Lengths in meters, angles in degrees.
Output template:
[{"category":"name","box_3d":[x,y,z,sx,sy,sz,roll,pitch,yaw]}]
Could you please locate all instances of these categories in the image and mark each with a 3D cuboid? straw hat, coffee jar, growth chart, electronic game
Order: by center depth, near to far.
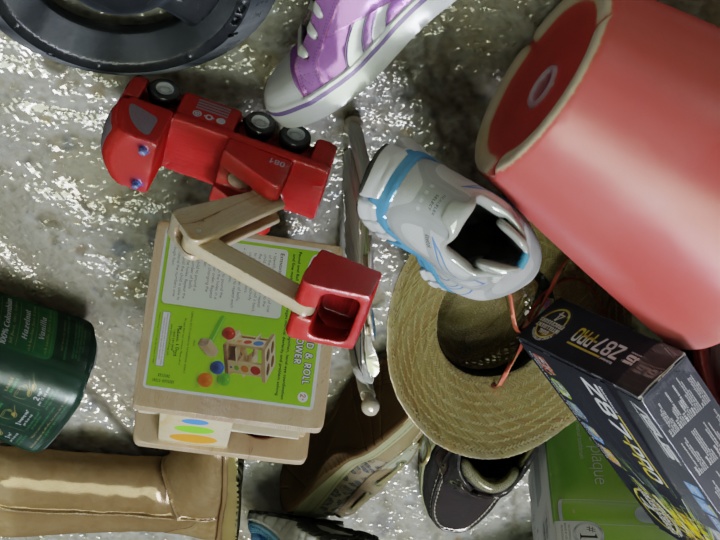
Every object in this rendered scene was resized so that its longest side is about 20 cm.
[{"category":"electronic game","box_3d":[-0.147,-0.191,1.253,0.199,0.042,0.200,0,141,0]},{"category":"growth chart","box_3d":[0.000,0.000,1.373,0.018,0.145,0.200,-4,132,-6]},{"category":"straw hat","box_3d":[0.085,0.030,1.430,0.201,0.085,0.202,-6,103,-28]},{"category":"coffee jar","box_3d":[-0.296,0.051,1.455,0.200,0.085,0.104,23,133,-22]}]

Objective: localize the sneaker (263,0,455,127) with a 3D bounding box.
[{"category":"sneaker","box_3d":[-0.012,-0.183,1.251,0.114,0.073,0.200,37,113,-26]}]

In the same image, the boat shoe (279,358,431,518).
[{"category":"boat shoe","box_3d":[0.010,0.128,1.549,0.063,0.073,0.200,18,142,-26]}]

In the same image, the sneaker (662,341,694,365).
[{"category":"sneaker","box_3d":[0.249,0.011,1.442,0.200,0.075,0.115,-36,120,17]}]

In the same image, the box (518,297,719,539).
[{"category":"box","box_3d":[0.207,0.118,1.370,0.049,0.161,0.200,-42,116,-12]}]

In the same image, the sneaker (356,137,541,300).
[{"category":"sneaker","box_3d":[0.076,-0.014,1.286,0.075,0.087,0.200,-61,148,2]}]

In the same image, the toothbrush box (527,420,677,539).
[{"category":"toothbrush box","box_3d":[0.234,0.185,1.549,0.199,0.146,0.086,4,133,-4]}]

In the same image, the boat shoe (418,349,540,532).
[{"category":"boat shoe","box_3d":[0.092,0.142,1.560,0.073,0.065,0.200,8,134,-11]}]

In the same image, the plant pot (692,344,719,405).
[{"category":"plant pot","box_3d":[0.327,0.046,1.301,0.200,0.201,0.182,21,167,-20]}]

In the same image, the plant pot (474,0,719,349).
[{"category":"plant pot","box_3d":[0.182,-0.075,1.280,0.177,0.201,0.200,31,127,-16]}]

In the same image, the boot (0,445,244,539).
[{"category":"boot","box_3d":[-0.190,0.153,1.570,0.199,0.066,0.175,4,133,-3]}]

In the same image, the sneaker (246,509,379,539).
[{"category":"sneaker","box_3d":[-0.047,0.236,1.581,0.078,0.090,0.200,9,178,-14]}]

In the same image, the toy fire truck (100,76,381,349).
[{"category":"toy fire truck","box_3d":[-0.078,-0.039,1.286,0.200,0.141,0.049,19,132,0]}]

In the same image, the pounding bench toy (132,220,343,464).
[{"category":"pounding bench toy","box_3d":[-0.083,0.020,1.412,0.124,0.200,0.156,7,165,-5]}]
